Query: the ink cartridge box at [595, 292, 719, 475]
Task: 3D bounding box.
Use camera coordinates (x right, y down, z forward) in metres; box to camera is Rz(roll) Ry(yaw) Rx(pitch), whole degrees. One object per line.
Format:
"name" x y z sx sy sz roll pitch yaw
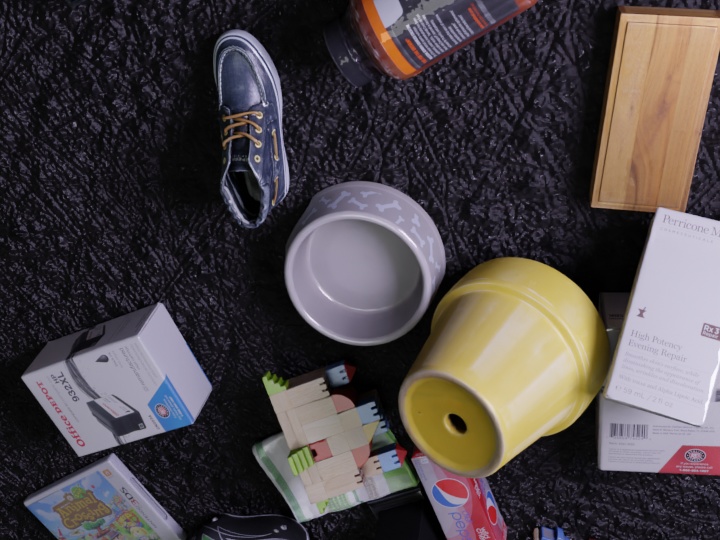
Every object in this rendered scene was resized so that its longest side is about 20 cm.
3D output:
"ink cartridge box" 0.347 0.129 0.984 0.144 0.083 0.203 0 118 12

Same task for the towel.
"towel" -0.035 0.270 1.175 0.198 0.031 0.150 -22 113 22

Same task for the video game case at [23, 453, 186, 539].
"video game case" -0.397 0.386 1.321 0.198 0.022 0.183 -28 110 24

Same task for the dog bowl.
"dog bowl" 0.000 0.000 1.000 0.196 0.059 0.203 6 120 10

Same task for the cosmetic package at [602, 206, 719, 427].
"cosmetic package" 0.321 0.047 0.868 0.100 0.074 0.203 15 86 15

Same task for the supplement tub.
"supplement tub" 0.063 -0.254 0.815 0.198 0.107 0.108 -26 111 23

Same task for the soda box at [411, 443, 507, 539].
"soda box" 0.133 0.300 1.137 0.069 0.064 0.202 -15 114 19

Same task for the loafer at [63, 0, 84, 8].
"loafer" -0.232 -0.317 0.868 0.197 0.069 0.071 -7 126 21

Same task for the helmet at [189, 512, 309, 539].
"helmet" -0.171 0.452 1.225 0.187 0.201 0.203 3 121 -10

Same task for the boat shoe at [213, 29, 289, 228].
"boat shoe" -0.122 -0.150 0.921 0.070 0.091 0.203 -4 118 14

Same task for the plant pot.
"plant pot" 0.142 0.116 0.921 0.199 0.188 0.204 21 129 29

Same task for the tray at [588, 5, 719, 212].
"tray" 0.295 -0.158 0.862 0.097 0.037 0.203 6 121 9

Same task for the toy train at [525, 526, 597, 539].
"toy train" 0.324 0.393 1.166 0.197 0.034 0.046 16 118 2

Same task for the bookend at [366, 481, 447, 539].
"bookend" 0.074 0.437 1.147 0.091 0.201 0.200 -21 114 21

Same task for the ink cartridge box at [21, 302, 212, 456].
"ink cartridge box" -0.323 0.149 1.135 0.197 0.084 0.146 -18 114 21

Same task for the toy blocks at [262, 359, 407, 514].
"toy blocks" -0.025 0.200 1.092 0.135 0.100 0.203 -20 97 8
